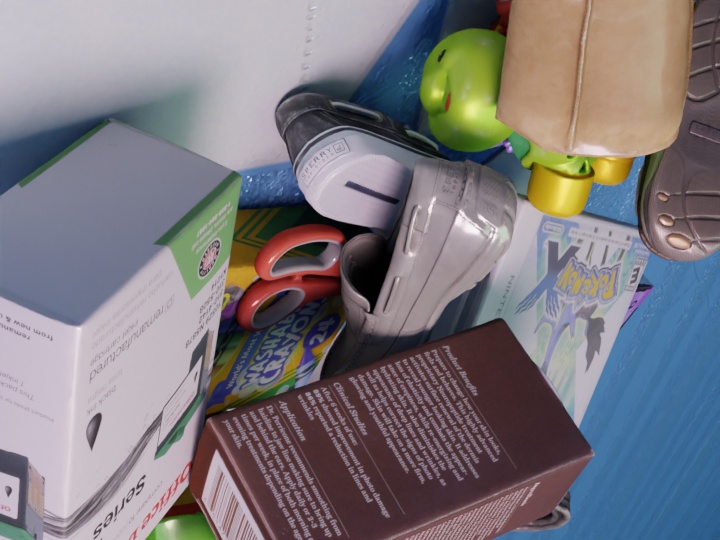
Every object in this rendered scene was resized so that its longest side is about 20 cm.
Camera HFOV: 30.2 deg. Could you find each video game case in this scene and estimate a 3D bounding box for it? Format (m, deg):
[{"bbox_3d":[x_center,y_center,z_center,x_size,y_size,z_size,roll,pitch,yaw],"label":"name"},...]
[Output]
[{"bbox_3d":[0.118,0.047,0.894,0.199,0.022,0.184,7,106,-54],"label":"video game case"}]

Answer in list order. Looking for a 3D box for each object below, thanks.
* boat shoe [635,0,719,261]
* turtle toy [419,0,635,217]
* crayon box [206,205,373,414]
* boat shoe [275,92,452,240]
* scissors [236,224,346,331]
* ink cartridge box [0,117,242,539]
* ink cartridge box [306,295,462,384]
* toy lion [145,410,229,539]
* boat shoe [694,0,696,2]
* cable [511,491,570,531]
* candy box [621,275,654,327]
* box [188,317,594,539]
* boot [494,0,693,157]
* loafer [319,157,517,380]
[{"bbox_3d":[0.212,-0.102,0.832,0.073,0.074,0.202,157,-44,-80],"label":"boat shoe"},{"bbox_3d":[0.111,-0.116,0.790,0.199,0.100,0.147,-30,140,-52],"label":"turtle toy"},{"bbox_3d":[-0.084,0.027,0.796,0.199,0.052,0.126,-6,136,-51],"label":"crayon box"},{"bbox_3d":[0.022,-0.059,0.793,0.072,0.071,0.199,-36,152,16],"label":"boat shoe"},{"bbox_3d":[0.000,0.000,0.803,0.199,0.014,0.074,-6,133,-51],"label":"scissors"},{"bbox_3d":[-0.134,0.054,0.638,0.146,0.083,0.202,-51,158,-51],"label":"ink cartridge box"},{"bbox_3d":[0.021,0.109,0.986,0.128,0.125,0.201,-6,136,-51],"label":"ink cartridge box"},{"bbox_3d":[-0.114,0.144,0.785,0.190,0.199,0.070,-17,113,-26],"label":"toy lion"},{"bbox_3d":[0.210,-0.194,0.866,0.071,0.069,0.201,-38,154,-10],"label":"boat shoe"},{"bbox_3d":[0.037,0.166,0.875,0.098,0.197,0.051,84,18,-49],"label":"cable"},{"bbox_3d":[0.140,0.057,1.143,0.199,0.072,0.169,-3,133,-55],"label":"candy box"},{"bbox_3d":[0.017,0.107,0.726,0.198,0.101,0.075,-17,148,-28],"label":"box"},{"bbox_3d":[0.080,-0.145,0.635,0.202,0.172,0.067,89,10,-47],"label":"boot"},{"bbox_3d":[0.017,0.006,0.762,0.070,0.069,0.201,-80,-162,-45],"label":"loafer"}]
